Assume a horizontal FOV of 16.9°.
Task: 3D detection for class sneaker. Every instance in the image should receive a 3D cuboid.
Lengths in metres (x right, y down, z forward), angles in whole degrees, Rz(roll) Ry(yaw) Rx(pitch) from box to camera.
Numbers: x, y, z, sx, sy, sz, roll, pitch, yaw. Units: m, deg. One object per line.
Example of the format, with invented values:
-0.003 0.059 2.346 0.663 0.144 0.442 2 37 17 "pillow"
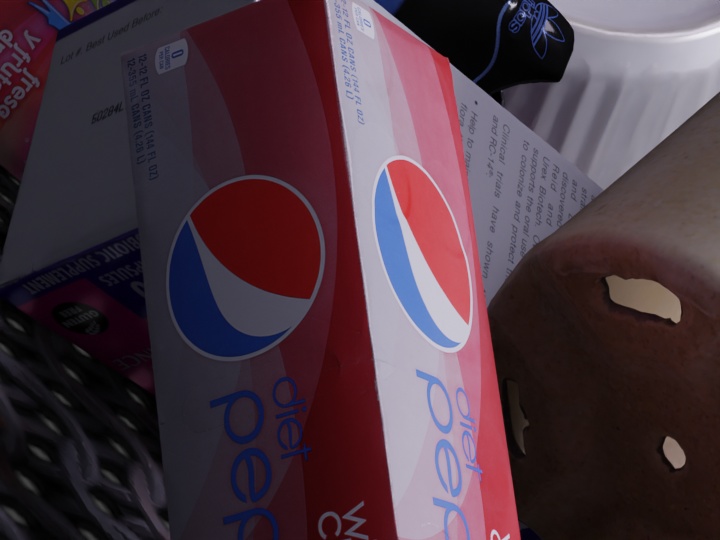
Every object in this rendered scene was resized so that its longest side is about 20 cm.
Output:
-0.003 -0.049 0.831 0.078 0.200 0.070 30 59 -12 "sneaker"

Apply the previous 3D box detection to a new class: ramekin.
0.072 -0.114 0.912 0.201 0.094 0.203 9 51 -11 "ramekin"

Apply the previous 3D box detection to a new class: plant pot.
0.139 0.017 0.701 0.183 0.201 0.201 -28 68 -38 "plant pot"

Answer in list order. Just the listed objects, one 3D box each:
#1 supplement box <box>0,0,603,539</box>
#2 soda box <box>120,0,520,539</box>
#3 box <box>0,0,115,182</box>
0.000 0.000 0.756 0.200 0.101 0.104 34 51 -35 "supplement box"
-0.006 0.036 0.587 0.070 0.063 0.201 25 52 -57 "soda box"
-0.061 -0.124 0.816 0.095 0.200 0.103 39 12 -11 "box"
